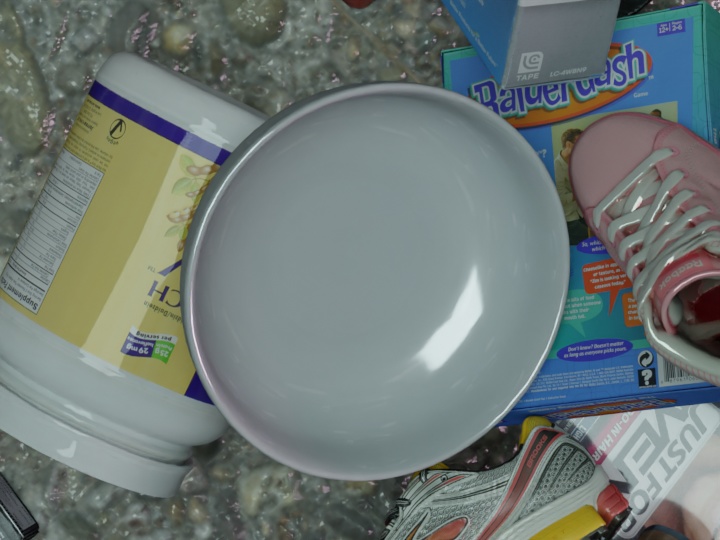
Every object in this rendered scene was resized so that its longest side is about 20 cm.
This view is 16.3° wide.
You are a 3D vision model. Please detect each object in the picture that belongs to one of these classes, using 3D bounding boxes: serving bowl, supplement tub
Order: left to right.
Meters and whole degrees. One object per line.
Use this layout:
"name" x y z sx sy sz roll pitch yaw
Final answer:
"supplement tub" -0.108 0.002 1.319 0.145 0.145 0.200 26 94 4
"serving bowl" 0.000 0.000 1.247 0.200 0.066 0.201 -6 106 -20

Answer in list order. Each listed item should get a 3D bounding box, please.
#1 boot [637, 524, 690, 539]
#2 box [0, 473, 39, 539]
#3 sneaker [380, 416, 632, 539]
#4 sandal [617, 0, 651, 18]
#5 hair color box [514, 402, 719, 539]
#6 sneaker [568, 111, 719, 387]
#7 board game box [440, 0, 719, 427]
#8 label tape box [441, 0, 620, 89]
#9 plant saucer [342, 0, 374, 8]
"boot" 0.163 0.232 1.297 0.097 0.075 0.200 -45 123 -24
"box" -0.300 0.113 1.390 0.160 0.044 0.200 -38 88 6
"sneaker" 0.035 0.146 1.277 0.200 0.078 0.082 -30 74 -12
"sandal" 0.154 -0.231 1.338 0.075 0.048 0.201 21 93 4
"hair color box" 0.189 0.123 1.338 0.200 0.061 0.100 37 95 3
"sneaker" 0.155 -0.012 1.193 0.075 0.105 0.200 -45 60 14
"board game box" 0.120 -0.027 1.301 0.152 0.045 0.201 -8 76 28
"label tape box" 0.085 -0.212 1.248 0.066 0.143 0.200 -7 133 -23
"plant saucer" 0.001 -0.279 1.357 0.200 0.037 0.200 -43 87 5
